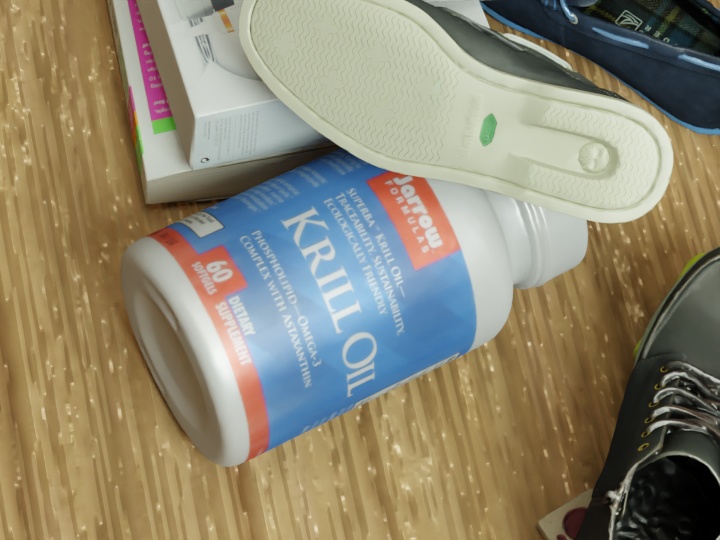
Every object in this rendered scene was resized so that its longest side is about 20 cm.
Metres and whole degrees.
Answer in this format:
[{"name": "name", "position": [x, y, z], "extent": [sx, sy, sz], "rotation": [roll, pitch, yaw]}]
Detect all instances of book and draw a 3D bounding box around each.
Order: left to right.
[{"name": "book", "position": [-0.060, -0.135, 1.089], "extent": [0.133, 0.048, 0.201], "rotation": [-7, 65, -10]}]

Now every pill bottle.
[{"name": "pill bottle", "position": [0.000, 0.000, 0.998], "extent": [0.199, 0.112, 0.113], "rotation": [-26, 72, -18]}]

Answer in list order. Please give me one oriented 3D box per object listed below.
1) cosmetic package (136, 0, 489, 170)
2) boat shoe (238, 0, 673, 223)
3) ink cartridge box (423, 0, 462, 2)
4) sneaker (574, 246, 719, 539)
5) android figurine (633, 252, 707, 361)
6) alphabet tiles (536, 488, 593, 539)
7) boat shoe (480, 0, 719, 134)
[{"name": "cosmetic package", "position": [-0.036, -0.157, 1.054], "extent": [0.150, 0.052, 0.201], "rotation": [-12, 63, -15]}, {"name": "boat shoe", "position": [0.041, -0.077, 0.957], "extent": [0.199, 0.068, 0.072], "rotation": [22, 106, 1]}, {"name": "ink cartridge box", "position": [0.033, -0.202, 1.031], "extent": [0.199, 0.050, 0.162], "rotation": [-5, 60, -32]}, {"name": "sneaker", "position": [0.152, 0.066, 0.949], "extent": [0.074, 0.106, 0.201], "rotation": [22, 69, 4]}, {"name": "android figurine", "position": [0.226, 0.056, 1.037], "extent": [0.181, 0.041, 0.201], "rotation": [30, 68, 7]}, {"name": "alphabet tiles", "position": [0.203, 0.161, 1.013], "extent": [0.167, 0.008, 0.201], "rotation": [-27, 73, -19]}, {"name": "boat shoe", "position": [0.126, -0.151, 1.109], "extent": [0.199, 0.069, 0.084], "rotation": [28, 65, 5]}]
